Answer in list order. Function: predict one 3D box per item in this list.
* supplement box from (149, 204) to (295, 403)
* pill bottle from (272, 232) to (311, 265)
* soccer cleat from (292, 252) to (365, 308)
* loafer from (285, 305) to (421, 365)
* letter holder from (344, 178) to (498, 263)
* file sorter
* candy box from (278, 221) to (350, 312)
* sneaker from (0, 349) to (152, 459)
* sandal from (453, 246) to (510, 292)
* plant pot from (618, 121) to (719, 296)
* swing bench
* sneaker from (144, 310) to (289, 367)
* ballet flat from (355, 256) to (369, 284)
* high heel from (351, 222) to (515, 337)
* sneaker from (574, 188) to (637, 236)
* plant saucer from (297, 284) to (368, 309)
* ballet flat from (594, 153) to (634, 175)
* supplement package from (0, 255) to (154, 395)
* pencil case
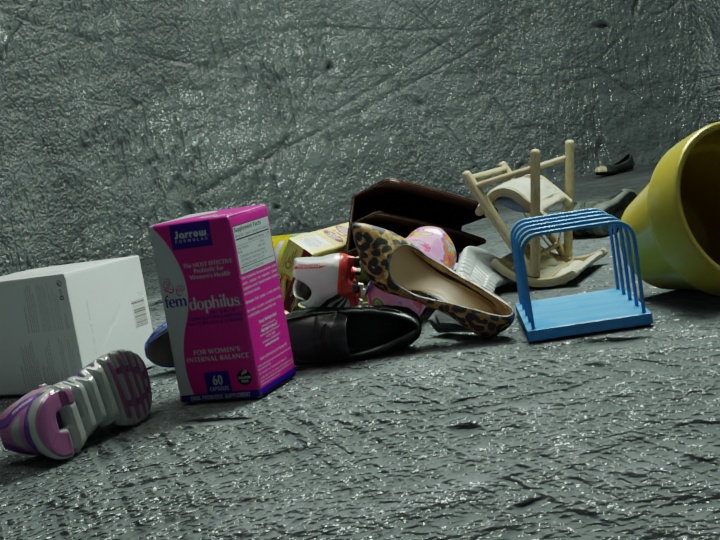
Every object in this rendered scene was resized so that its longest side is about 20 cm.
[{"bbox_3d":[-0.150,0.035,1.262,0.101,0.200,0.103,-7,7,21],"label":"supplement box"},{"bbox_3d":[-0.158,-0.005,2.013,0.200,0.111,0.111,-4,8,39],"label":"pill bottle"},{"bbox_3d":[-0.040,0.032,1.421,0.085,0.069,0.200,4,-22,4],"label":"soccer cleat"},{"bbox_3d":[-0.027,0.073,1.343,0.200,0.068,0.070,-6,-3,-6],"label":"loafer"},{"bbox_3d":[0.098,-0.062,1.780,0.200,0.101,0.142,14,-16,-23],"label":"letter holder"},{"bbox_3d":[0.252,-0.001,1.357,0.139,0.123,0.200,-9,7,5],"label":"file sorter"},{"bbox_3d":[-0.056,-0.008,1.859,0.055,0.116,0.200,35,28,24],"label":"candy box"},{"bbox_3d":[-0.291,0.137,1.160,0.088,0.081,0.200,-15,4,26],"label":"sneaker"},{"bbox_3d":[0.166,0.011,1.667,0.050,0.082,0.203,-53,-9,21],"label":"sandal"},{"bbox_3d":[0.416,-0.058,1.388,0.200,0.201,0.189,-12,-9,-21],"label":"plant pot"},{"bbox_3d":[0.268,-0.079,1.728,0.130,0.200,0.199,-16,2,26],"label":"swing bench"},{"bbox_3d":[-0.180,0.087,1.438,0.200,0.075,0.078,-10,10,10],"label":"sneaker"},{"bbox_3d":[0.000,0.000,1.786,0.067,0.046,0.200,-9,-12,-7],"label":"ballet flat"},{"bbox_3d":[0.088,0.004,1.333,0.142,0.200,0.071,-6,46,54],"label":"high heel"},{"bbox_3d":[0.465,-0.114,2.229,0.114,0.076,0.199,4,19,39],"label":"sneaker"},{"bbox_3d":[0.009,0.048,1.683,0.200,0.031,0.200,-10,6,1],"label":"plant saucer"},{"bbox_3d":[0.846,-0.351,3.828,0.200,0.057,0.066,-15,8,-42],"label":"ballet flat"},{"bbox_3d":[-0.402,0.073,1.507,0.200,0.152,0.151,-6,7,28],"label":"supplement package"},{"bbox_3d":[0.070,0.008,1.560,0.087,0.088,0.200,-7,20,22],"label":"pencil case"}]
